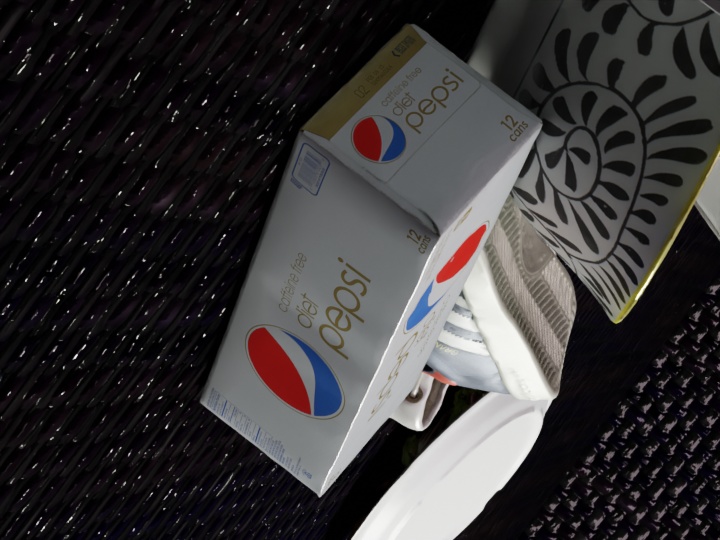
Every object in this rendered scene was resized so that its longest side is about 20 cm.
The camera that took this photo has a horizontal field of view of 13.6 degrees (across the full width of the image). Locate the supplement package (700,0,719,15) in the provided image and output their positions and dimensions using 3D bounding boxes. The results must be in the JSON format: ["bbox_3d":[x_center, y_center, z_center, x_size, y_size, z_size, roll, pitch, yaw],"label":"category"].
[{"bbox_3d":[0.143,-0.157,0.797,0.152,0.200,0.151,-42,166,-49],"label":"supplement package"}]

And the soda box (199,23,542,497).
[{"bbox_3d":[0.000,0.000,1.110,0.068,0.064,0.200,-47,170,-32],"label":"soda box"}]

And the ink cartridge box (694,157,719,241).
[{"bbox_3d":[0.201,-0.117,1.332,0.200,0.125,0.128,-37,180,-40],"label":"ink cartridge box"}]

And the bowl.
[{"bbox_3d":[0.098,-0.091,1.102,0.202,0.094,0.201,-63,178,-4],"label":"bowl"}]

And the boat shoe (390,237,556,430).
[{"bbox_3d":[0.057,-0.015,1.309,0.200,0.069,0.071,-59,167,29],"label":"boat shoe"}]

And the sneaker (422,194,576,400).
[{"bbox_3d":[0.027,-0.011,1.203,0.200,0.084,0.075,69,31,-52],"label":"sneaker"}]

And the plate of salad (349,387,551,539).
[{"bbox_3d":[0.046,0.123,1.842,0.200,0.048,0.200,-41,162,-16],"label":"plate of salad"}]
